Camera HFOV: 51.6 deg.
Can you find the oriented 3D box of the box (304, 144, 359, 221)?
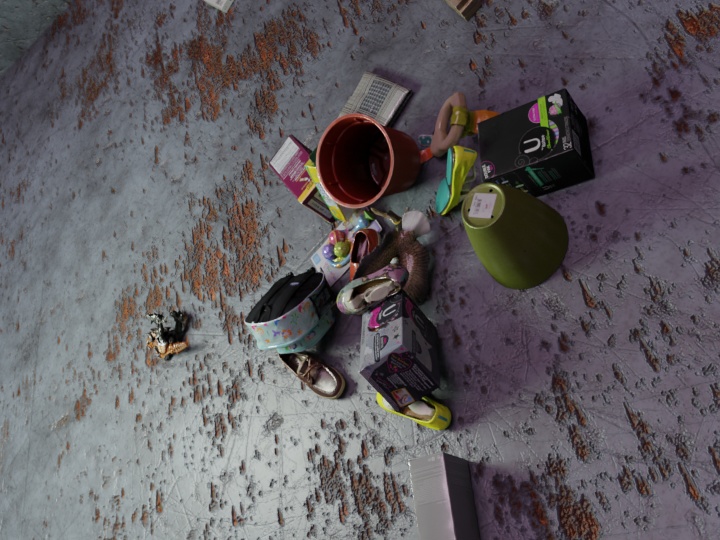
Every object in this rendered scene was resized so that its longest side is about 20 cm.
[{"bbox_3d":[-0.058,-0.229,1.768,0.048,0.201,0.118,13,55,39],"label":"box"}]

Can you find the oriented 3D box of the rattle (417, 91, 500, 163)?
[{"bbox_3d":[0.227,-0.308,1.716,0.201,0.140,0.132,120,139,-51],"label":"rattle"}]

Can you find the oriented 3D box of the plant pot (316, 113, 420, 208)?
[{"bbox_3d":[0.033,-0.248,1.699,0.198,0.194,0.205,4,98,30],"label":"plant pot"}]

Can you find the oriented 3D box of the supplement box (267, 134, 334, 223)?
[{"bbox_3d":[-0.126,-0.233,1.889,0.104,0.130,0.200,-49,48,10],"label":"supplement box"}]

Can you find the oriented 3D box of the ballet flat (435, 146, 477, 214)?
[{"bbox_3d":[0.209,-0.188,1.597,0.066,0.201,0.068,-3,56,-7],"label":"ballet flat"}]

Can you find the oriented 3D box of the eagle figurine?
[{"bbox_3d":[0.081,-0.028,1.644,0.149,0.151,0.203,2,61,27],"label":"eagle figurine"}]

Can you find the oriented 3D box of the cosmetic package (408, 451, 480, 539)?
[{"bbox_3d":[0.159,0.450,1.379,0.089,0.106,0.203,-20,57,29],"label":"cosmetic package"}]

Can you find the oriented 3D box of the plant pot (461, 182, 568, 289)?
[{"bbox_3d":[0.282,-0.085,1.455,0.185,0.199,0.190,-16,61,32],"label":"plant pot"}]

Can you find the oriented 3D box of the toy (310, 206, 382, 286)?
[{"bbox_3d":[-0.046,-0.070,1.809,0.200,0.047,0.116,-45,49,13],"label":"toy"}]

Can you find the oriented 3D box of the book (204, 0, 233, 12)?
[{"bbox_3d":[-0.447,-0.989,2.536,0.133,0.048,0.202,37,96,40],"label":"book"}]

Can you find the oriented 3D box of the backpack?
[{"bbox_3d":[-0.164,0.106,1.725,0.175,0.153,0.200,-9,21,34],"label":"backpack"}]

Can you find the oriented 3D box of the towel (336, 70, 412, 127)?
[{"bbox_3d":[0.018,-0.409,1.917,0.192,0.034,0.202,36,95,42],"label":"towel"}]

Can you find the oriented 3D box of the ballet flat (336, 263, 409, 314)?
[{"bbox_3d":[0.015,0.048,1.563,0.198,0.070,0.071,-28,15,32],"label":"ballet flat"}]

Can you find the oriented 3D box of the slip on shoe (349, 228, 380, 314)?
[{"bbox_3d":[0.000,0.000,1.724,0.073,0.061,0.204,7,86,37],"label":"slip on shoe"}]

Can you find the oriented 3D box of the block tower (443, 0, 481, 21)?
[{"bbox_3d":[0.224,-0.707,1.875,0.058,0.054,0.201,-45,50,12],"label":"block tower"}]

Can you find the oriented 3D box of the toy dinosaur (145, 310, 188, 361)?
[{"bbox_3d":[-0.532,0.186,2.066,0.197,0.102,0.139,4,96,24],"label":"toy dinosaur"}]

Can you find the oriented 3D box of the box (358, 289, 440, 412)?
[{"bbox_3d":[0.079,0.156,1.504,0.114,0.132,0.201,-34,23,19],"label":"box"}]

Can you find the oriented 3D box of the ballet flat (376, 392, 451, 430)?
[{"bbox_3d":[0.098,0.272,1.531,0.198,0.067,0.068,16,81,41],"label":"ballet flat"}]

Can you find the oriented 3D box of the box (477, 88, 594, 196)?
[{"bbox_3d":[0.355,-0.247,1.520,0.198,0.124,0.151,-17,59,33],"label":"box"}]

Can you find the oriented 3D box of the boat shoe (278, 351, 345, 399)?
[{"bbox_3d":[-0.118,0.232,1.715,0.199,0.072,0.073,31,90,42],"label":"boat shoe"}]
